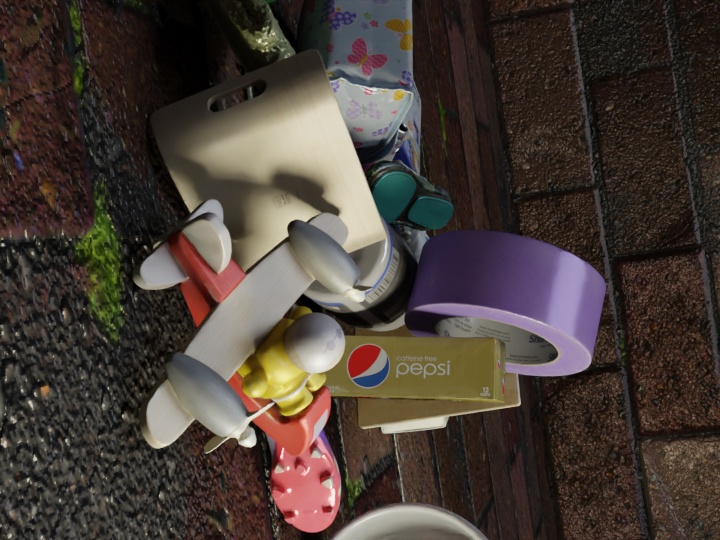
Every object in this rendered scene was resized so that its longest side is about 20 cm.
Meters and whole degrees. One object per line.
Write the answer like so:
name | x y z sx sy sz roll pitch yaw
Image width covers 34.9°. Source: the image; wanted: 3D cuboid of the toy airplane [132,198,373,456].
toy airplane | -0.075 0.039 0.863 0.199 0.141 0.200 16 79 -53

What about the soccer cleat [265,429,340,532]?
soccer cleat | -0.059 0.143 1.037 0.076 0.067 0.200 -77 152 -65

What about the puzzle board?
puzzle board | 0.087 0.100 1.346 0.017 0.200 0.151 35 48 -58

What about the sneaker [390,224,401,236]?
sneaker | -0.004 -0.072 1.354 0.200 0.070 0.109 42 34 -59

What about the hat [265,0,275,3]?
hat | -0.042 -0.325 1.102 0.166 0.176 0.200 18 63 -76

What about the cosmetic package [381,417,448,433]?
cosmetic package | 0.079 0.132 1.524 0.200 0.087 0.103 -50 132 -71

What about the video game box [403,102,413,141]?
video game box | 0.008 -0.291 1.484 0.182 0.047 0.200 43 39 -48

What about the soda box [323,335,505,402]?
soda box | 0.046 0.101 1.178 0.068 0.200 0.064 28 62 -73

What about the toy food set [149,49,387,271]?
toy food set | -0.071 -0.075 0.951 0.060 0.143 0.200 -109 177 -48

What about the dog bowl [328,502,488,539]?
dog bowl | 0.049 0.326 1.077 0.079 0.200 0.200 60 26 -59

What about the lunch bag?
lunch bag | -0.011 -0.217 1.252 0.200 0.127 0.170 124 -31 -61

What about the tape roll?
tape roll | 0.152 0.038 1.208 0.200 0.200 0.085 54 46 -61

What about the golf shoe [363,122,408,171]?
golf shoe | 0.016 -0.150 1.423 0.200 0.092 0.073 73 17 -50

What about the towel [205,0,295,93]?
towel | -0.094 -0.207 0.986 0.200 0.036 0.148 56 -4 42

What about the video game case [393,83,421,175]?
video game case | 0.043 -0.247 1.672 0.200 0.045 0.181 63 23 -50

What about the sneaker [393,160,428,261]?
sneaker | 0.052 -0.066 1.565 0.087 0.075 0.200 47 33 -43

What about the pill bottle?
pill bottle | 0.000 0.000 1.236 0.200 0.114 0.114 43 41 -68

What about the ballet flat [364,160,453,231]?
ballet flat | 0.036 -0.088 1.298 0.200 0.074 0.074 24 59 -61

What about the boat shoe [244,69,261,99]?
boat shoe | -0.077 -0.128 1.126 0.071 0.072 0.200 -12 83 -68
